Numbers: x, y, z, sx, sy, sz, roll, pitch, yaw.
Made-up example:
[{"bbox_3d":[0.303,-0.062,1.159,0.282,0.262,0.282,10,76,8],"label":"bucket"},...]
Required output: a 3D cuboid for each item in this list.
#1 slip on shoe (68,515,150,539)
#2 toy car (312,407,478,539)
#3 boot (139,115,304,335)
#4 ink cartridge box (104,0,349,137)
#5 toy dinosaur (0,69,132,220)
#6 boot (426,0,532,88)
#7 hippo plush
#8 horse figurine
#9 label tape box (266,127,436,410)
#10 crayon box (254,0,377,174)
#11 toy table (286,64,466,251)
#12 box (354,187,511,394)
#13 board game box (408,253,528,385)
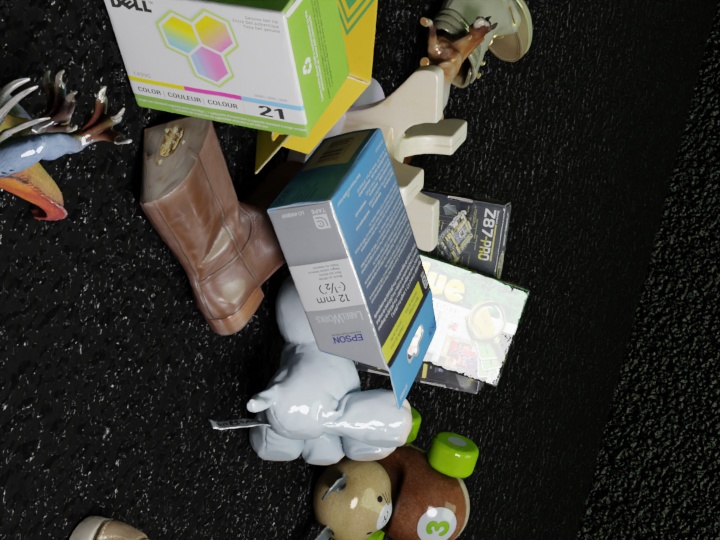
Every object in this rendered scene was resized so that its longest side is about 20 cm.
[{"bbox_3d":[-0.209,0.283,1.009,0.076,0.060,0.202,67,39,-56],"label":"slip on shoe"},{"bbox_3d":[0.012,0.254,1.476,0.199,0.157,0.166,-8,120,-56],"label":"toy car"},{"bbox_3d":[-0.105,-0.074,1.105,0.201,0.063,0.188,67,37,-49],"label":"boot"},{"bbox_3d":[-0.100,-0.201,0.922,0.202,0.146,0.076,78,33,-45],"label":"ink cartridge box"},{"bbox_3d":[-0.221,-0.067,0.770,0.180,0.105,0.202,-24,138,-41],"label":"toy dinosaur"},{"bbox_3d":[0.138,-0.274,1.610,0.201,0.071,0.156,58,46,-52],"label":"boot"},{"bbox_3d":[-0.048,0.084,1.275,0.198,0.159,0.163,13,65,-29],"label":"hippo plush"},{"bbox_3d":[0.071,-0.191,1.476,0.132,0.049,0.202,-10,124,-67],"label":"horse figurine"},{"bbox_3d":[0.000,0.000,1.183,0.144,0.065,0.202,-58,136,-55],"label":"label tape box"},{"bbox_3d":[-0.033,-0.183,1.085,0.127,0.050,0.203,141,-41,-58],"label":"crayon box"},{"bbox_3d":[0.021,-0.112,1.329,0.201,0.116,0.186,-58,151,-45],"label":"toy table"},{"bbox_3d":[0.065,0.015,1.444,0.049,0.159,0.203,-22,120,-73],"label":"box"},{"bbox_3d":[0.061,0.037,1.385,0.023,0.197,0.106,-119,-134,-82],"label":"board game box"}]
